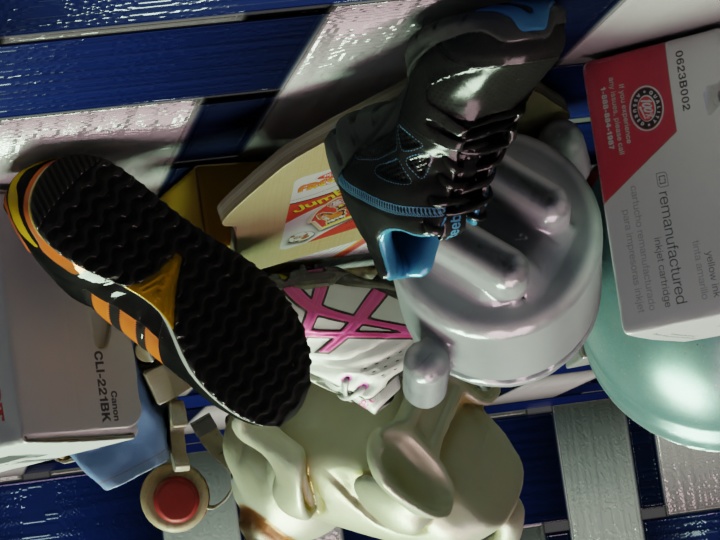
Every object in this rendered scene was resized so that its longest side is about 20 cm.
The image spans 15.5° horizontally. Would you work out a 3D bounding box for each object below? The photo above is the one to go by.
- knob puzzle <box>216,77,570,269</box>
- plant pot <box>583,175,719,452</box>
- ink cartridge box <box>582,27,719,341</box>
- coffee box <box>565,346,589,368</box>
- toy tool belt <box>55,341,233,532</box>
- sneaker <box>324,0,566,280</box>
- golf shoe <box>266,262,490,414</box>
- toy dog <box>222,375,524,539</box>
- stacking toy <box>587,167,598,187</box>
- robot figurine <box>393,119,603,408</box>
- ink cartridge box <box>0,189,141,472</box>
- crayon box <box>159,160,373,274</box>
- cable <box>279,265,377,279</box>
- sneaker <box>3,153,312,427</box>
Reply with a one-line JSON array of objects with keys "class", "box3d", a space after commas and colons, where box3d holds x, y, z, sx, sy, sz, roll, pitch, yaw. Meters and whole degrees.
[{"class": "knob puzzle", "box3d": [0.016, -0.067, 1.402, 0.219, 0.031, 0.220, -18, 164, -6]}, {"class": "plant pot", "box3d": [0.206, -0.017, 1.492, 0.199, 0.201, 0.134, -10, 147, 14]}, {"class": "ink cartridge box", "box3d": [0.224, -0.054, 1.318, 0.199, 0.146, 0.083, -13, 170, 29]}, {"class": "coffee box", "box3d": [0.234, -0.004, 1.805, 0.199, 0.115, 0.080, -7, 173, -5]}, {"class": "toy tool belt", "box3d": [-0.158, 0.088, 1.729, 0.124, 0.201, 0.123, -29, -176, -4]}, {"class": "sneaker", "box3d": [0.049, -0.062, 1.243, 0.073, 0.082, 0.200, -7, 162, -23]}, {"class": "golf shoe", "box3d": [-0.012, 0.041, 1.579, 0.199, 0.093, 0.073, -6, 173, -3]}, {"class": "toy dog", "box3d": [-0.001, 0.116, 1.719, 0.199, 0.140, 0.194, -9, 143, 40]}, {"class": "stacking toy", "box3d": [0.188, -0.039, 1.674, 0.199, 0.086, 0.085, 0, 171, -12]}, {"class": "robot figurine", "box3d": [0.073, -0.004, 1.417, 0.113, 0.170, 0.200, 34, 169, 13]}, {"class": "ink cartridge box", "box3d": [-0.224, 0.042, 1.543, 0.083, 0.145, 0.199, -1, 170, -42]}, {"class": "crayon box", "box3d": [-0.044, -0.031, 1.550, 0.199, 0.052, 0.126, -6, 172, -19]}, {"class": "cable", "box3d": [-0.071, -0.014, 1.672, 0.199, 0.097, 0.050, 9, 145, 12]}, {"class": "sneaker", "box3d": [-0.110, 0.008, 1.436, 0.200, 0.070, 0.090, 42, 164, -23]}]
